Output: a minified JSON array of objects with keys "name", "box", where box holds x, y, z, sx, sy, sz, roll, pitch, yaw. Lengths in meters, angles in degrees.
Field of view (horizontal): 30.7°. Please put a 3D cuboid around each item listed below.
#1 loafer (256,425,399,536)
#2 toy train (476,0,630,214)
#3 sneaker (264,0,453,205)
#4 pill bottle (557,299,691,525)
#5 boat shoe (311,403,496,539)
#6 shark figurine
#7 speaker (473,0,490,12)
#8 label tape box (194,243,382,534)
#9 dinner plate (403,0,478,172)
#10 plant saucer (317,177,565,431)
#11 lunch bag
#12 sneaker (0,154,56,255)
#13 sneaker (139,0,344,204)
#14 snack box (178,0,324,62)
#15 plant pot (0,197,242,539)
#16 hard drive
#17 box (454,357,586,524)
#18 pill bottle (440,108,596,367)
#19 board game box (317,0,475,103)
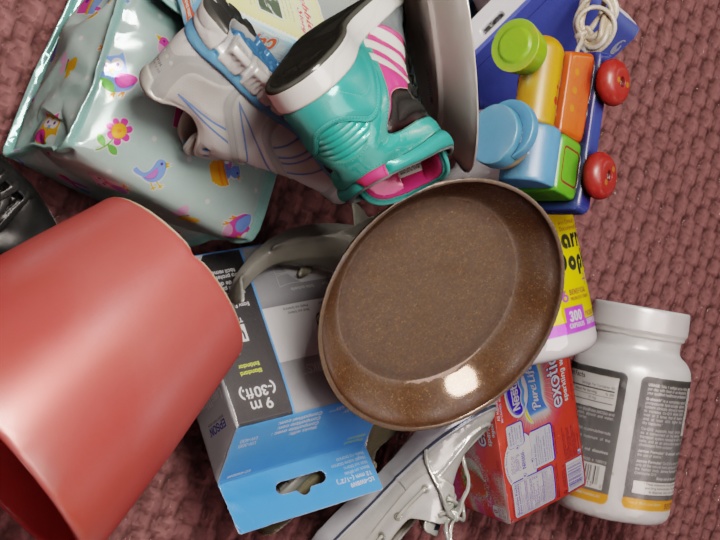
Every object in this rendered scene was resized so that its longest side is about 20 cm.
[{"name":"loafer","box":[-0.019,0.155,1.083,0.200,0.075,0.070,-40,113,-27]},{"name":"toy train","box":[0.135,-0.151,0.943,0.115,0.084,0.203,21,75,-51]},{"name":"sneaker","box":[0.013,-0.108,0.854,0.121,0.083,0.200,57,27,-17]},{"name":"pill bottle","box":[0.256,0.135,1.265,0.115,0.116,0.203,10,90,-37]},{"name":"boat shoe","box":[0.053,0.194,1.092,0.202,0.086,0.075,-44,159,1]},{"name":"shark figurine","box":[-0.017,-0.013,0.980,0.212,0.089,0.130,3,64,-36]},{"name":"speaker","box":[0.136,-0.229,1.096,0.200,0.080,0.082,40,68,-68]},{"name":"label tape box","box":[-0.057,0.081,1.001,0.142,0.066,0.202,-10,71,-36]},{"name":"dinner plate","box":[0.050,-0.166,0.895,0.024,0.200,0.203,-10,104,-2]},{"name":"plant saucer","box":[0.055,0.021,0.951,0.198,0.037,0.203,-12,120,-22]},{"name":"lunch bag","box":[-0.132,-0.139,0.934,0.169,0.121,0.202,29,73,-36]},{"name":"sneaker","box":[-0.260,-0.060,0.849,0.200,0.111,0.073,45,71,-32]},{"name":"sneaker","box":[-0.074,-0.098,0.878,0.086,0.075,0.200,-33,137,14]},{"name":"snack box","box":[-0.090,-0.235,0.926,0.115,0.037,0.202,16,49,-47]},{"name":"plant pot","box":[-0.186,0.061,0.867,0.177,0.199,0.202,-43,119,-26]},{"name":"hard drive","box":[0.144,-0.179,1.064,0.132,0.025,0.199,-44,158,19]},{"name":"box","box":[0.126,0.109,1.175,0.099,0.095,0.203,-19,107,-33]},{"name":"pill bottle","box":[0.121,-0.028,1.050,0.103,0.104,0.203,-12,91,-35]},{"name":"board game box","box":[0.030,-0.188,1.033,0.200,0.063,0.150,-8,103,-68]}]
